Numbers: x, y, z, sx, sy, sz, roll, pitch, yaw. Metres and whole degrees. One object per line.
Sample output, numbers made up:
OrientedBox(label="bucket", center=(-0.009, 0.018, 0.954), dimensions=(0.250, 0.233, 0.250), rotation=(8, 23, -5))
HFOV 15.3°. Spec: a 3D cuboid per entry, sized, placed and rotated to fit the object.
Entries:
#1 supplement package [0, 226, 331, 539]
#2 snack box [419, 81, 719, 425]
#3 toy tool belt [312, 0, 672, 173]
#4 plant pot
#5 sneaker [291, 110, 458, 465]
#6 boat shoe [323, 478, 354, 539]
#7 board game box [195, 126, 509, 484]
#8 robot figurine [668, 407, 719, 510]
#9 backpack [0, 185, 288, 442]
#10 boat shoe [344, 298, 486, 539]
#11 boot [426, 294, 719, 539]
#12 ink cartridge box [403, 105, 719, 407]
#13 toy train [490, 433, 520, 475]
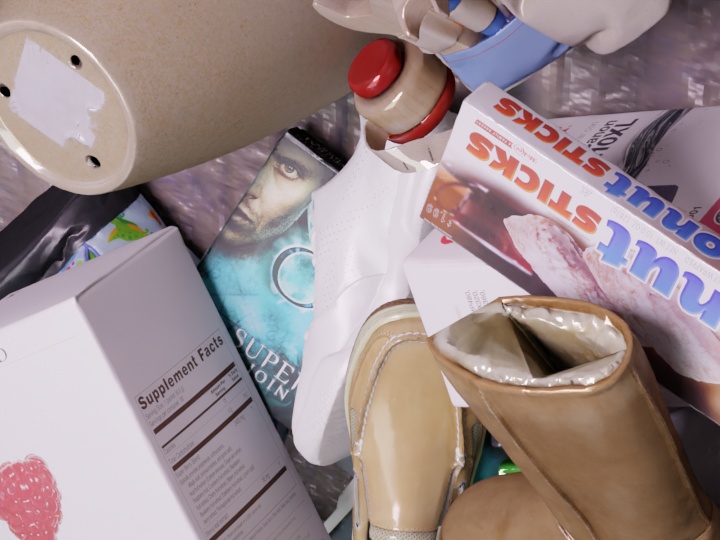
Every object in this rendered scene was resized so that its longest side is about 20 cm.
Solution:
OrientedBox(label="supplement package", center=(-0.124, 0.100, 1.402), dimensions=(0.121, 0.120, 0.200), rotation=(-22, 99, 29))
OrientedBox(label="snack box", center=(0.118, 0.002, 1.138), dimensions=(0.200, 0.024, 0.072), rotation=(35, 134, 15))
OrientedBox(label="toy tool belt", center=(0.043, -0.144, 1.206), dimensions=(0.200, 0.125, 0.123), rotation=(-32, 128, 33))
OrientedBox(label="plant pot", center=(-0.089, -0.128, 1.282), dimensions=(0.187, 0.200, 0.188), rotation=(22, 134, 25))
OrientedBox(label="sneaker", center=(0.000, 0.000, 1.372), dimensions=(0.088, 0.075, 0.200), rotation=(33, 111, 32))
OrientedBox(label="boat shoe", center=(0.006, 0.161, 1.539), dimensions=(0.062, 0.073, 0.200), rotation=(42, 134, 8))
OrientedBox(label="board game box", center=(0.008, 0.035, 1.418), dimensions=(0.200, 0.028, 0.135), rotation=(36, 107, 8))
OrientedBox(label="robot figurine", center=(0.190, 0.095, 1.304), dimensions=(0.170, 0.113, 0.200), rotation=(35, 140, -16))
OrientedBox(label="backpack", center=(-0.134, 0.059, 1.529), dimensions=(0.163, 0.154, 0.200), rotation=(-35, 112, 30))
OrientedBox(label="boat shoe", center=(0.026, 0.107, 1.333), dimensions=(0.072, 0.076, 0.200), rotation=(2, 130, 5))
OrientedBox(label="boot", center=(0.080, 0.080, 1.203), dimensions=(0.175, 0.066, 0.200), rotation=(1, 147, 31))
OrientedBox(label="ink cartridge box", center=(0.142, -0.008, 1.236), dimensions=(0.200, 0.145, 0.084), rotation=(-2, 119, 39))
OrientedBox(label="toy train", center=(0.082, 0.060, 1.356), dimensions=(0.042, 0.056, 0.200), rotation=(-3, 98, 14))
